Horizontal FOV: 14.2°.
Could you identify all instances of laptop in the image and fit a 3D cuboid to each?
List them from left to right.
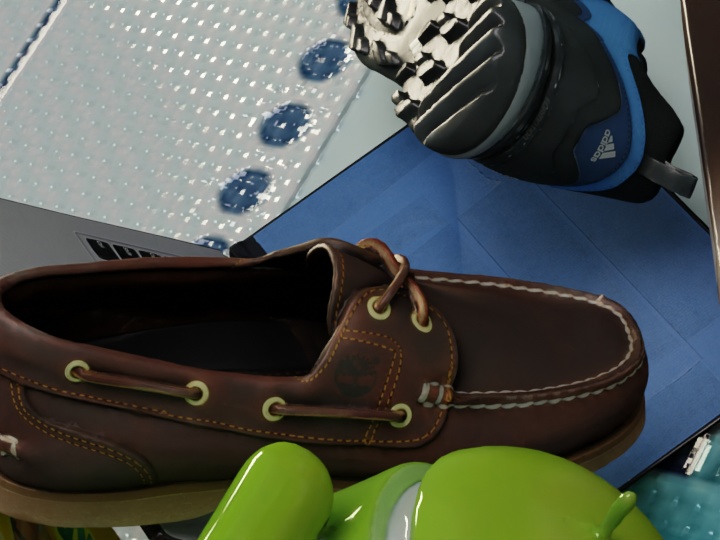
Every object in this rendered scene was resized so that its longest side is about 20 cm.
[{"bbox_3d":[0.000,0.000,0.909,0.116,0.199,0.187,-60,42,19],"label":"laptop"}]

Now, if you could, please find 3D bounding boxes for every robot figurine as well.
[{"bbox_3d":[0.005,0.118,0.768,0.199,0.176,0.116,-24,35,24],"label":"robot figurine"}]

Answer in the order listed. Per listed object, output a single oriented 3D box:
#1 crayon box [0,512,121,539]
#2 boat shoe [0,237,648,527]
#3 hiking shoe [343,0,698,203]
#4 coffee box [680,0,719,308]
[{"bbox_3d":[-0.107,0.124,0.846,0.051,0.126,0.201,-14,48,15],"label":"crayon box"},{"bbox_3d":[-0.010,0.026,0.808,0.199,0.071,0.071,-6,34,-16],"label":"boat shoe"},{"bbox_3d":[0.050,-0.076,0.967,0.075,0.086,0.200,-56,21,22],"label":"hiking shoe"},{"bbox_3d":[0.159,0.002,0.835,0.112,0.080,0.201,-9,49,7],"label":"coffee box"}]
